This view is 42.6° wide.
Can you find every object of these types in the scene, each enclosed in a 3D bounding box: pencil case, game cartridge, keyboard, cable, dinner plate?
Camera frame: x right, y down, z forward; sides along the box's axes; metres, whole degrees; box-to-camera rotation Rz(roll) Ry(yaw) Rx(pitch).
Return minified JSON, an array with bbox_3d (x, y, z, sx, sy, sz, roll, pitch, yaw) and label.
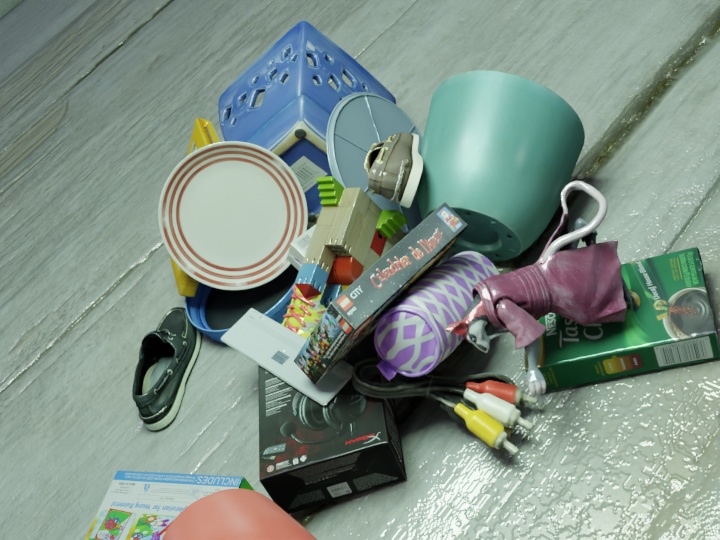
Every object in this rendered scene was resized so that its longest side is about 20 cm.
[{"bbox_3d":[0.088,0.045,1.013,0.085,0.084,0.199,-43,-7,34],"label":"pencil case"},{"bbox_3d":[-0.236,-0.093,1.319,0.203,0.032,0.177,-69,26,21],"label":"game cartridge"},{"bbox_3d":[-0.087,0.096,1.066,0.198,0.011,0.056,25,66,43],"label":"keyboard"},{"bbox_3d":[0.091,0.120,0.972,0.197,0.051,0.098,24,49,12],"label":"cable"},{"bbox_3d":[-0.168,-0.072,1.221,0.198,0.202,0.024,-29,21,2],"label":"dinner plate"}]

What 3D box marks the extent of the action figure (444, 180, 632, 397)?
[{"bbox_3d":[0.175,0.021,0.922,0.196,0.152,0.134,-18,31,-17],"label":"action figure"}]

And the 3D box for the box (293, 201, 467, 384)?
[{"bbox_3d":[0.022,0.024,0.997,0.038,0.137,0.199,44,55,7],"label":"box"}]

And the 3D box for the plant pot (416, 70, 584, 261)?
[{"bbox_3d":[0.156,-0.111,1.115,0.197,0.201,0.164,4,64,35],"label":"plant pot"}]

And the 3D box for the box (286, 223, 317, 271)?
[{"bbox_3d":[-0.016,-0.064,1.244,0.041,0.039,0.199,41,57,14],"label":"box"}]

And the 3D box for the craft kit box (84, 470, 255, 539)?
[{"bbox_3d":[-0.233,0.325,1.033,0.196,0.049,0.200,-4,44,30],"label":"craft kit box"}]

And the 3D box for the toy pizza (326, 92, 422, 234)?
[{"bbox_3d":[0.025,-0.138,1.227,0.031,0.200,0.203,-22,35,44],"label":"toy pizza"}]

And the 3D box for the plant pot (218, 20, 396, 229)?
[{"bbox_3d":[-0.077,-0.191,1.313,0.199,0.199,0.182,-34,40,31],"label":"plant pot"}]

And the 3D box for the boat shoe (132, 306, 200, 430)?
[{"bbox_3d":[-0.271,0.115,1.253,0.073,0.067,0.202,-12,43,23],"label":"boat shoe"}]

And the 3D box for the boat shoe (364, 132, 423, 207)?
[{"bbox_3d":[0.036,-0.131,1.123,0.058,0.073,0.201,16,20,-6],"label":"boat shoe"}]

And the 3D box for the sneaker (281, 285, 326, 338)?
[{"bbox_3d":[-0.066,0.048,1.169,0.077,0.091,0.201,16,61,40],"label":"sneaker"}]

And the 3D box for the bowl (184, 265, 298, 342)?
[{"bbox_3d":[-0.154,0.018,1.298,0.197,0.040,0.203,-19,41,17],"label":"bowl"}]

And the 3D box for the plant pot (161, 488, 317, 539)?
[{"bbox_3d":[-0.105,0.310,0.860,0.199,0.202,0.177,-38,30,-9],"label":"plant pot"}]

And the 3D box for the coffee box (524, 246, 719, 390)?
[{"bbox_3d":[0.270,0.053,0.979,0.196,0.044,0.125,-13,43,22],"label":"coffee box"}]

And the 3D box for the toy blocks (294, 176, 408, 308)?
[{"bbox_3d":[0.000,0.000,1.117,0.098,0.200,0.139,2,63,39],"label":"toy blocks"}]

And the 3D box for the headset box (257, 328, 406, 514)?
[{"bbox_3d":[-0.037,0.154,1.045,0.146,0.078,0.202,-17,43,9],"label":"headset box"}]
